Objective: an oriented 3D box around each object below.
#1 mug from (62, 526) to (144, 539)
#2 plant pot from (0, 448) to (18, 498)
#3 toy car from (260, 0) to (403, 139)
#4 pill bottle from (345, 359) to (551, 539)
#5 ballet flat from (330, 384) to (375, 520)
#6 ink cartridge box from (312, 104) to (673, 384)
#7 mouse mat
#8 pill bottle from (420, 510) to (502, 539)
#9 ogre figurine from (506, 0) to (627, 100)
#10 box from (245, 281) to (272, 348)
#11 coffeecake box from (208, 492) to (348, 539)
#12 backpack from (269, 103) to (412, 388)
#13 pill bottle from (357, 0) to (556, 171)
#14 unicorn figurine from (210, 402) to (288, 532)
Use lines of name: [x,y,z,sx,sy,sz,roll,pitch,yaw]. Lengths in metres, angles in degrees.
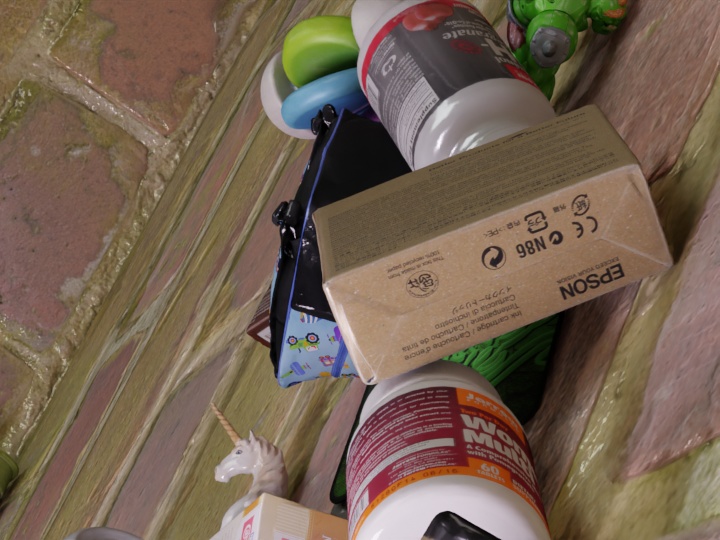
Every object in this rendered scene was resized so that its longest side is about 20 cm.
mug: [-0.213,0.312,1.666,0.175,0.148,0.200,-64,25,19]
plant pot: [-0.660,0.380,3.352,0.200,0.200,0.190,-41,34,55]
toy car: [0.011,-0.124,1.786,0.175,0.200,0.150,-27,34,40]
pill bottle: [0.046,0.128,1.189,0.110,0.110,0.200,-55,12,16]
ballet flat: [0.020,0.138,1.456,0.067,0.046,0.200,-29,33,36]
ink cartridge box: [0.077,-0.020,1.302,0.200,0.075,0.165,-21,16,4]
mouse mat: [0.062,0.068,1.414,0.200,0.008,0.161,-27,32,41]
pill bottle: [0.034,0.223,0.990,0.200,0.112,0.112,-59,12,-4]
ogre figurine: [0.147,-0.198,1.654,0.200,0.098,0.120,-51,-4,-27]
box: [-0.019,-0.017,1.933,0.200,0.075,0.100,-64,13,-20]
coffeecake box: [-0.085,0.260,1.405,0.200,0.073,0.154,-44,32,50]
backpack: [0.000,0.000,1.651,0.183,0.134,0.200,-73,-5,-54]
pill bottle: [0.079,-0.111,1.553,0.111,0.111,0.200,-54,38,20]
unicorn figurine: [-0.093,0.207,1.694,0.137,0.074,0.200,-58,28,-2]
